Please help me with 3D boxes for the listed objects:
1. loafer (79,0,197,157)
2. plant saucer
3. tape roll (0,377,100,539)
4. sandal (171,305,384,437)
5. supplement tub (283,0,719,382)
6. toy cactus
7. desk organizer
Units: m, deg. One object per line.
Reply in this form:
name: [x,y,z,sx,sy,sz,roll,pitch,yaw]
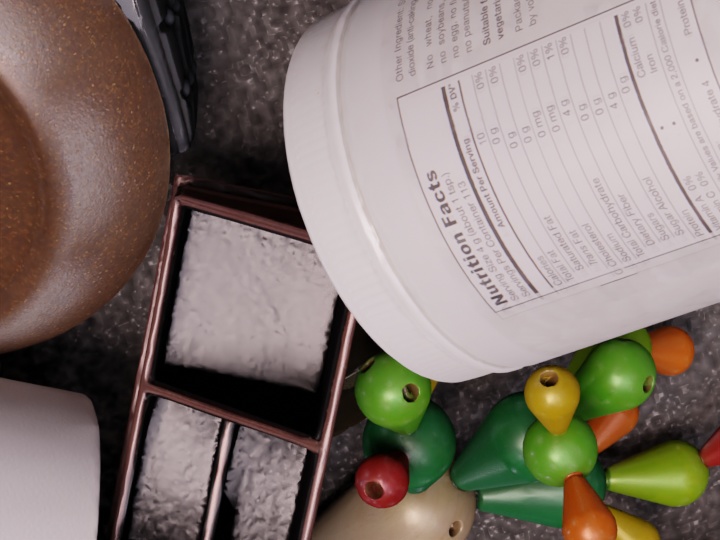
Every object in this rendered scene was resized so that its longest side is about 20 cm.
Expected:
loafer: [-0.111,-0.125,0.695,0.070,0.068,0.201,-20,111,7]
plant saucer: [-0.164,-0.041,0.697,0.200,0.037,0.201,5,125,7]
tape roll: [-0.148,0.134,0.727,0.071,0.203,0.203,12,111,-15]
sandal: [0.000,0.000,0.771,0.200,0.055,0.082,-44,144,9]
supplement tub: [0.092,-0.054,0.624,0.200,0.132,0.132,-21,120,31]
toy cactus: [0.053,0.081,0.794,0.165,0.102,0.200,-34,156,32]
desk organizer: [-0.048,0.076,0.699,0.072,0.077,0.201,11,98,-2]
